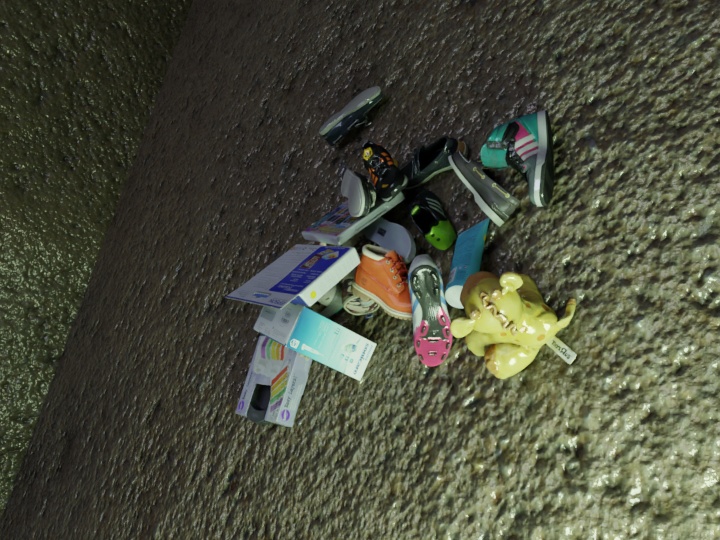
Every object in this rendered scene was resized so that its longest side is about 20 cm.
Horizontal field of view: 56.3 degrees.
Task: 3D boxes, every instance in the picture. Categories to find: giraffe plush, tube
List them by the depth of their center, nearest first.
[{"bbox_3d":[0.213,0.067,1.031,0.199,0.161,0.174,20,83,55],"label":"giraffe plush"},{"bbox_3d":[0.188,-0.020,1.195,0.077,0.050,0.201,-25,30,34],"label":"tube"}]

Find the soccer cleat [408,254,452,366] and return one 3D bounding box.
[{"bbox_3d":[0.122,0.067,1.177,0.069,0.203,0.087,-5,24,5],"label":"soccer cleat"}]

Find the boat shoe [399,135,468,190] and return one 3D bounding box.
[{"bbox_3d":[0.135,-0.228,1.414,0.199,0.062,0.076,-20,53,46],"label":"boat shoe"}]

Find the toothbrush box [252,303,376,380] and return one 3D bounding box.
[{"bbox_3d":[-0.090,0.131,1.339,0.146,0.199,0.086,16,77,55],"label":"toothbrush box"}]

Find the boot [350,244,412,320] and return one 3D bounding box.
[{"bbox_3d":[0.070,0.023,1.257,0.199,0.075,0.109,25,114,30],"label":"boot"}]

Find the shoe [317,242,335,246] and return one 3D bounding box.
[{"bbox_3d":[-0.060,-0.035,1.516,0.201,0.053,0.070,-104,34,-53],"label":"shoe"}]

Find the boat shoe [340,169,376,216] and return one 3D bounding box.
[{"bbox_3d":[0.003,-0.159,1.408,0.200,0.060,0.075,-119,43,-67],"label":"boat shoe"}]

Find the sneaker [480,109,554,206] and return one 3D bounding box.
[{"bbox_3d":[0.270,-0.190,1.173,0.119,0.084,0.202,-7,52,25],"label":"sneaker"}]

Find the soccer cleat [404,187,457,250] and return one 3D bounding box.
[{"bbox_3d":[0.126,-0.116,1.332,0.068,0.081,0.201,-48,37,17],"label":"soccer cleat"}]

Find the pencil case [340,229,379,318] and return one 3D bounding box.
[{"bbox_3d":[0.000,0.000,1.420,0.078,0.088,0.202,113,158,-47],"label":"pencil case"}]

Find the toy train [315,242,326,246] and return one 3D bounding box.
[{"bbox_3d":[-0.125,0.026,1.492,0.151,0.055,0.200,-50,-1,-28],"label":"toy train"}]

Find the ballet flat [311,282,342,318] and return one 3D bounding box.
[{"bbox_3d":[-0.090,0.079,1.489,0.200,0.063,0.068,-46,36,22],"label":"ballet flat"}]

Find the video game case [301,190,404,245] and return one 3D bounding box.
[{"bbox_3d":[-0.020,-0.118,1.469,0.181,0.024,0.199,-37,20,-18],"label":"video game case"}]

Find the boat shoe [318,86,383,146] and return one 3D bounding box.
[{"bbox_3d":[-0.016,-0.388,1.707,0.199,0.062,0.075,-34,27,21],"label":"boat shoe"}]

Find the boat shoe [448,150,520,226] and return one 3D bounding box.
[{"bbox_3d":[0.229,-0.165,1.251,0.061,0.071,0.202,-43,46,17],"label":"boat shoe"}]

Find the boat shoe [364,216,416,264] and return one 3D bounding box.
[{"bbox_3d":[0.073,-0.054,1.370,0.074,0.068,0.199,-62,28,3],"label":"boat shoe"}]

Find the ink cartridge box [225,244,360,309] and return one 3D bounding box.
[{"bbox_3d":[-0.130,0.020,1.292,0.196,0.047,0.200,6,41,49],"label":"ink cartridge box"}]

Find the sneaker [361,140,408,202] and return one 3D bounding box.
[{"bbox_3d":[0.038,-0.213,1.411,0.070,0.090,0.201,-43,23,15],"label":"sneaker"}]

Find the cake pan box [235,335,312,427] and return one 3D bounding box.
[{"bbox_3d":[-0.193,0.249,1.521,0.183,0.052,0.202,-5,64,52],"label":"cake pan box"}]
